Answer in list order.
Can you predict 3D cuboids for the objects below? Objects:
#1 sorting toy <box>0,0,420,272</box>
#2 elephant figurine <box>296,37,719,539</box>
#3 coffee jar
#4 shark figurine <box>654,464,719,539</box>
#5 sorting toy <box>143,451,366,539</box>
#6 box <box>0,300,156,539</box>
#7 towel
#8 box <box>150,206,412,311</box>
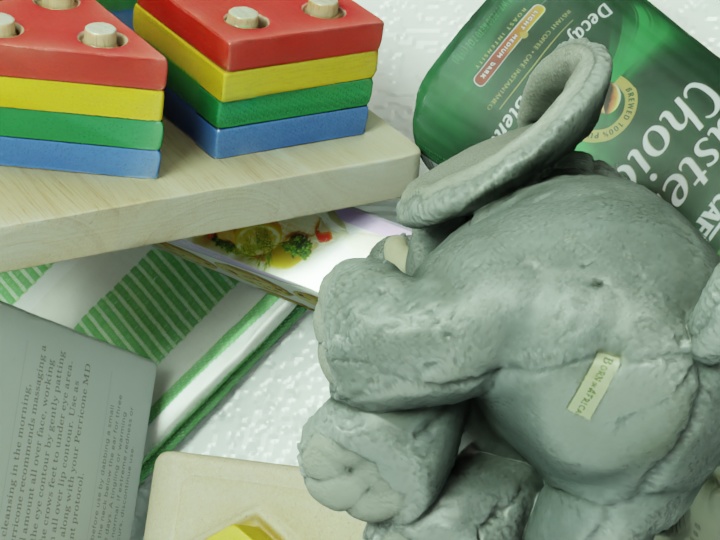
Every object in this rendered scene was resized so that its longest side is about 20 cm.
[{"bbox_3d":[-0.108,-0.088,0.758,0.198,0.070,0.200,-12,34,-32],"label":"sorting toy"},{"bbox_3d":[0.057,0.000,0.617,0.154,0.142,0.200,5,31,11],"label":"elephant figurine"},{"bbox_3d":[0.121,-0.031,0.733,0.200,0.085,0.104,37,83,28],"label":"coffee jar"},{"bbox_3d":[0.092,0.098,0.707,0.214,0.128,0.090,-14,27,41],"label":"shark figurine"},{"bbox_3d":[-0.017,0.161,0.667,0.199,0.036,0.186,2,81,39],"label":"sorting toy"},{"bbox_3d":[-0.196,0.061,0.724,0.152,0.200,0.107,1,76,29],"label":"box"},{"bbox_3d":[-0.123,-0.006,0.845,0.153,0.023,0.200,-47,61,-4],"label":"towel"},{"bbox_3d":[0.000,0.000,0.768,0.199,0.041,0.039,22,80,15],"label":"box"}]
